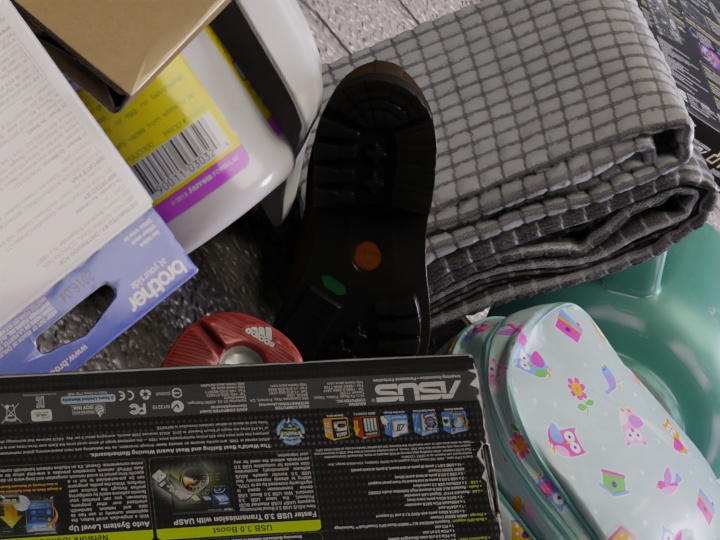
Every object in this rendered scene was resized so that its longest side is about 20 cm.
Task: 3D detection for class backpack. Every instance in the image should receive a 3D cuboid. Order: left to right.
[{"bbox_3d":[0.097,0.117,1.349,0.200,0.126,0.167,53,29,-4],"label":"backpack"}]

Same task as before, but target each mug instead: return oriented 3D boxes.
[{"bbox_3d":[0.130,0.041,1.451,0.186,0.151,0.115,64,28,-21],"label":"mug"}]

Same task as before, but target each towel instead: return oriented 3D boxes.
[{"bbox_3d":[0.067,-0.054,1.385,0.166,0.199,0.086,-104,171,-53],"label":"towel"}]

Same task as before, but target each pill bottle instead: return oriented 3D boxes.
[{"bbox_3d":[-0.122,-0.100,1.214,0.201,0.104,0.104,56,25,-6],"label":"pill bottle"}]

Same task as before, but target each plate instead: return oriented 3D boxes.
[{"bbox_3d":[-0.069,-0.134,1.301,0.200,0.032,0.200,60,-12,9],"label":"plate"}]

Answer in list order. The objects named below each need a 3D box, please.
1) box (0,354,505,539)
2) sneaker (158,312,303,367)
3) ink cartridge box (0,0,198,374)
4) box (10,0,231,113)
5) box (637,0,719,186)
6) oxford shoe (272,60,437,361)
[{"bbox_3d":[-0.045,0.115,0.990,0.199,0.044,0.161,-3,65,-13],"label":"box"},{"bbox_3d":[-0.089,0.120,1.070,0.078,0.116,0.200,35,62,6],"label":"sneaker"},{"bbox_3d":[-0.167,-0.045,1.083,0.119,0.042,0.200,-40,97,-28],"label":"ink cartridge box"},{"bbox_3d":[-0.105,-0.178,1.176,0.163,0.021,0.200,39,55,2],"label":"box"},{"bbox_3d":[0.233,-0.145,1.980,0.200,0.043,0.161,26,40,-49],"label":"box"},{"bbox_3d":[0.000,0.000,1.265,0.072,0.201,0.084,13,18,-3],"label":"oxford shoe"}]
